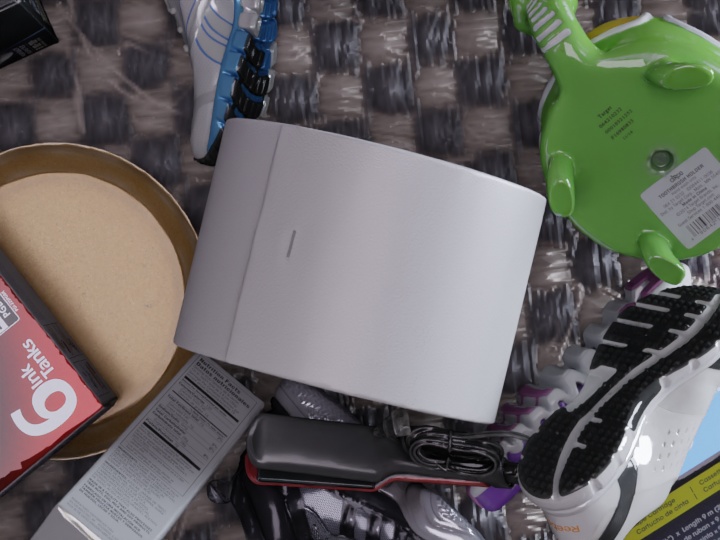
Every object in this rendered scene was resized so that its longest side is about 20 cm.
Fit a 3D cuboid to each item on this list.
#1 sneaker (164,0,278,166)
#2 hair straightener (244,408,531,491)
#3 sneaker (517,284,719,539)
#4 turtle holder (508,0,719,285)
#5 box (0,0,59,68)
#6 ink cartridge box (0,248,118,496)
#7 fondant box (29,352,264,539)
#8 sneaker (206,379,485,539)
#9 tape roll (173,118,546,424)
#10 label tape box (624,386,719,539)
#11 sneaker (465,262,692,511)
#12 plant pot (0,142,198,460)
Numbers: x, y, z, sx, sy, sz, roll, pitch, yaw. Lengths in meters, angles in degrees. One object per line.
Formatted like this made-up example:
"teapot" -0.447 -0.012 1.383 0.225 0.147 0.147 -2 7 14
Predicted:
"sneaker" -0.096 -0.168 1.181 0.086 0.075 0.202 8 86 12
"hair straightener" 0.029 0.113 1.098 0.198 0.077 0.041 10 67 2
"sneaker" 0.167 0.087 1.101 0.200 0.073 0.080 -44 128 -26
"turtle holder" 0.162 -0.093 1.134 0.184 0.132 0.142 16 119 -8
"box" -0.270 -0.224 1.123 0.085 0.164 0.202 -23 91 -1
"ink cartridge box" -0.279 0.059 1.132 0.175 0.084 0.200 -39 91 -1
"fondant box" -0.146 0.150 1.081 0.058 0.200 0.145 39 119 1
"sneaker" -0.003 0.169 1.170 0.200 0.075 0.114 42 89 5
"tape roll" 0.000 0.000 1.107 0.201 0.203 0.141 14 88 -1
"label tape box" 0.216 0.178 1.168 0.143 0.066 0.201 -31 95 -1
"sneaker" 0.154 0.089 1.174 0.200 0.080 0.089 -43 98 -2
"plant pot" -0.194 0.020 1.189 0.198 0.027 0.202 0 89 0
